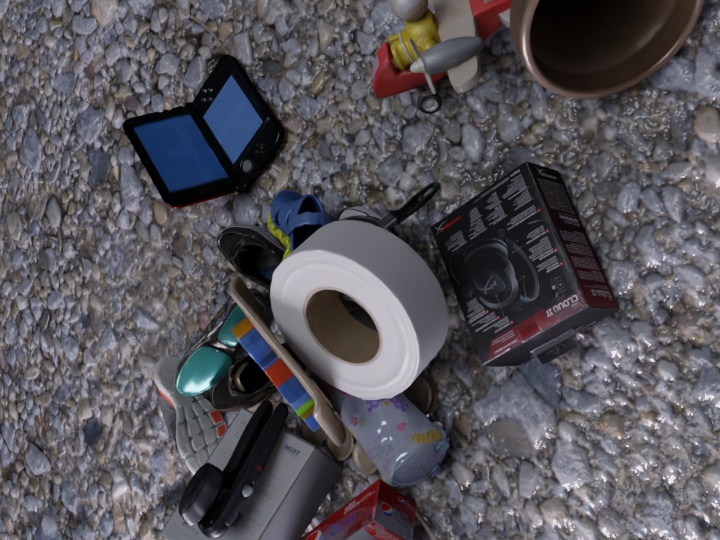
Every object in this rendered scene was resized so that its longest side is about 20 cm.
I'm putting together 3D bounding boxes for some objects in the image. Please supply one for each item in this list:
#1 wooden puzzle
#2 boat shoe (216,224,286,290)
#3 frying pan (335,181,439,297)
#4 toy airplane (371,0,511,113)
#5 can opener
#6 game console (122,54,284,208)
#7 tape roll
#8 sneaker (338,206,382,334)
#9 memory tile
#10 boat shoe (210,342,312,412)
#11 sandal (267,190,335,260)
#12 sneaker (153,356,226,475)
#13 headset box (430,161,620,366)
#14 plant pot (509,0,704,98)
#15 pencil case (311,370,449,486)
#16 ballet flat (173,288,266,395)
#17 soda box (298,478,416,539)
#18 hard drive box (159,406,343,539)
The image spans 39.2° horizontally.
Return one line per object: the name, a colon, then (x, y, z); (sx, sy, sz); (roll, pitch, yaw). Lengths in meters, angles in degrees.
wooden puzzle: (-0.096, 0.121, 1.234); (0.046, 0.185, 0.200); (-35, 68, -5)
boat shoe: (-0.151, -0.015, 1.434); (0.200, 0.066, 0.070); (33, 107, 39)
frying pan: (0.029, -0.036, 1.222); (0.190, 0.031, 0.115); (-24, 59, -3)
toy airplane: (0.100, -0.294, 1.190); (0.200, 0.141, 0.199); (16, 75, 56)
can opener: (-0.149, 0.248, 1.281); (0.063, 0.079, 0.200); (15, 54, 32)
game console: (-0.234, -0.210, 1.496); (0.172, 0.119, 0.200); (-50, 56, 26)
tape roll: (-0.003, 0.047, 1.144); (0.202, 0.071, 0.203); (20, 131, 25)
sneaker: (0.000, 0.000, 1.259); (0.201, 0.114, 0.073); (56, 142, 32)
memory tile: (0.007, 0.183, 1.305); (0.200, 0.017, 0.154); (20, 98, 42)
boat shoe: (-0.152, 0.145, 1.412); (0.200, 0.073, 0.075); (-32, 65, 35)
sandal: (-0.071, -0.062, 1.328); (0.200, 0.079, 0.087); (-120, 41, -57)
sneaker: (-0.255, 0.227, 1.514); (0.200, 0.077, 0.082); (65, 151, 27)
headset box: (0.183, 0.005, 1.127); (0.149, 0.077, 0.200); (-36, 64, 34)
plant pot: (0.233, -0.309, 1.065); (0.200, 0.200, 0.175); (-50, 38, 26)
pencil case: (0.022, 0.167, 1.228); (0.091, 0.083, 0.200); (-52, 54, 14)
ballet flat: (-0.201, 0.100, 1.473); (0.200, 0.072, 0.072); (-49, 56, 22)
soda box: (-0.019, 0.346, 1.262); (0.200, 0.063, 0.070); (-42, 19, 30)
hard drive box: (-0.143, 0.303, 1.330); (0.156, 0.077, 0.200); (20, 71, 42)
